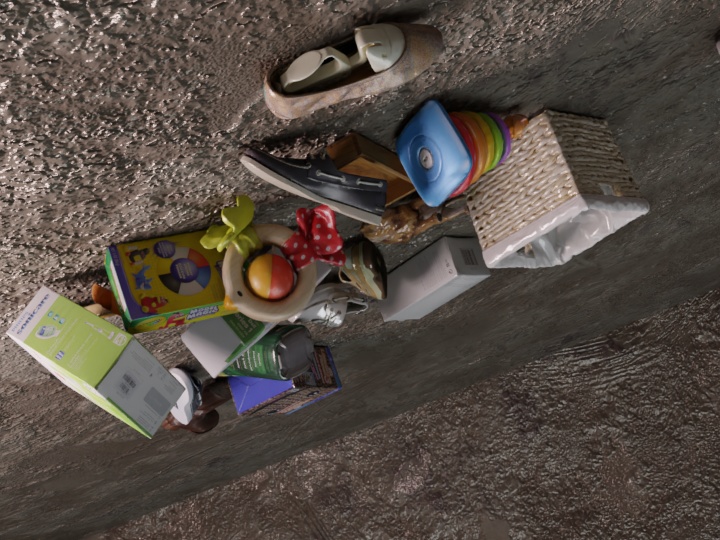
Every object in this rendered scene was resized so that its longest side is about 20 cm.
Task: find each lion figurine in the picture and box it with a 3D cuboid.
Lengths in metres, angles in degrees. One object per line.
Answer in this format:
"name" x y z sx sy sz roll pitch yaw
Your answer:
"lion figurine" 0.097 -0.086 1.534 0.198 0.074 0.122 -8 167 -47

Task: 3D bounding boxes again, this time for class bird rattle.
"bird rattle" -0.115 -0.012 1.350 0.196 0.167 0.112 11 167 -23

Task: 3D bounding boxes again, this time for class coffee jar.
"coffee jar" -0.184 0.138 1.748 0.197 0.087 0.104 -1 -166 36

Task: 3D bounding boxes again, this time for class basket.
"basket" 0.282 -0.114 1.502 0.196 0.163 0.199 -2 155 -46

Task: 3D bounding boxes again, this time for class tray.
"tray" 0.000 -0.126 1.355 0.097 0.038 0.199 -27 161 21

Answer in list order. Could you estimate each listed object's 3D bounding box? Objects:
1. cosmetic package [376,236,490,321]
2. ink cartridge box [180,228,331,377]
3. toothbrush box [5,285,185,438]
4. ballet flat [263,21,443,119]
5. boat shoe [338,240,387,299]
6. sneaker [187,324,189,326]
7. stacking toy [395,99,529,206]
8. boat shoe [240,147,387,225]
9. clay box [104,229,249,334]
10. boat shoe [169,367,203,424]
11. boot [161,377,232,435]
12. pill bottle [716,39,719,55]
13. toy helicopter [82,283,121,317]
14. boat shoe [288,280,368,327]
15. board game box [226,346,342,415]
"cosmetic package" 0.130 0.018 1.874 0.199 0.083 0.112 -32 159 36
"ink cartridge box" -0.153 0.048 1.491 0.200 0.084 0.145 -42 179 -36
"toothbrush box" -0.353 0.122 1.351 0.087 0.198 0.146 -53 144 -18
"ballet flat" -0.009 -0.212 1.034 0.197 0.069 0.067 -24 156 4
"boat shoe" 0.000 0.000 1.712 0.075 0.073 0.200 -7 157 9
"sneaker" -0.190 0.081 1.690 0.197 0.083 0.073 -23 160 3
"stacking toy" 0.154 -0.169 1.324 0.198 0.111 0.116 -22 165 -37
"boat shoe" -0.052 -0.117 1.237 0.197 0.064 0.072 22 180 -25
"clay box" -0.232 0.009 1.358 0.197 0.116 0.048 -12 154 -27
"boat shoe" -0.348 0.238 2.025 0.068 0.071 0.201 -49 161 -29
"boot" -0.322 0.295 2.243 0.199 0.065 0.185 -35 160 28
"pill bottle" 0.593 -0.307 1.351 0.198 0.115 0.113 -29 161 26
"toy helicopter" -0.346 0.051 1.441 0.196 0.081 0.132 -13 173 22
"boat shoe" -0.052 0.064 1.760 0.198 0.070 0.071 -19 162 -48
"board game box" -0.163 0.237 2.173 0.158 0.098 0.199 -28 161 24
